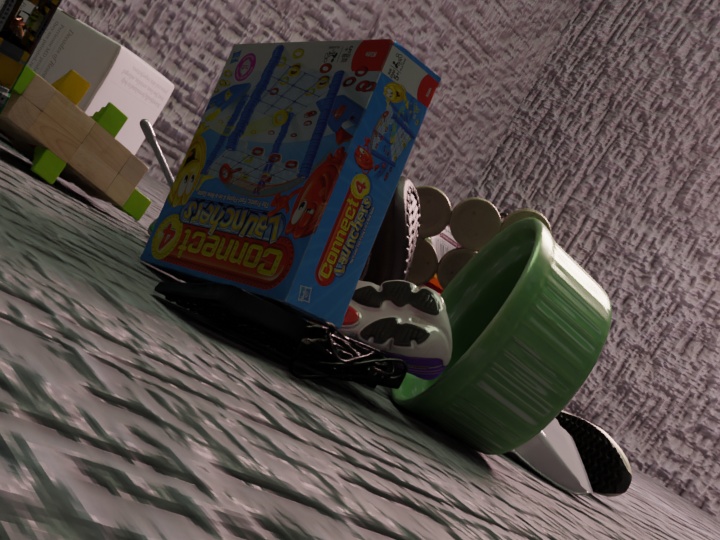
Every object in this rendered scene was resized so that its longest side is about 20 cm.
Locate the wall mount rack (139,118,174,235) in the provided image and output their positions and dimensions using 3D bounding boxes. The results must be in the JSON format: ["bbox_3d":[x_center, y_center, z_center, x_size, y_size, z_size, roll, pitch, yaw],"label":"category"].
[{"bbox_3d":[-0.141,-0.110,1.015,0.174,0.199,0.075,91,-24,-74],"label":"wall mount rack"}]

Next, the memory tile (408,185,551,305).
[{"bbox_3d":[0.095,0.027,0.959,0.152,0.202,0.017,12,10,4],"label":"memory tile"}]

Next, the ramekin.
[{"bbox_3d":[0.125,0.062,0.857,0.097,0.200,0.200,38,-1,-9],"label":"ramekin"}]

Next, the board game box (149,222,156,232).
[{"bbox_3d":[-0.099,-0.074,0.919,0.029,0.199,0.135,59,-10,-18],"label":"board game box"}]

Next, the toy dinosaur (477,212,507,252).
[{"bbox_3d":[0.143,0.027,1.022,0.086,0.136,0.200,26,19,-53],"label":"toy dinosaur"}]

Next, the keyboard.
[{"bbox_3d":[-0.046,0.059,0.686,0.104,0.040,0.200,-1,-20,40],"label":"keyboard"}]

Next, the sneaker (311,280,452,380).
[{"bbox_3d":[-0.021,0.046,0.788,0.199,0.081,0.084,18,-34,25],"label":"sneaker"}]

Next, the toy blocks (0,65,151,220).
[{"bbox_3d":[-0.315,-0.138,1.005,0.136,0.100,0.200,17,-19,47],"label":"toy blocks"}]

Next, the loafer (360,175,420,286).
[{"bbox_3d":[0.003,0.010,0.835,0.071,0.201,0.073,14,32,5],"label":"loafer"}]

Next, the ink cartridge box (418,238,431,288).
[{"bbox_3d":[0.000,0.000,1.003,0.199,0.147,0.048,23,-12,-35],"label":"ink cartridge box"}]

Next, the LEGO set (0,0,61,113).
[{"bbox_3d":[-0.318,-0.191,0.767,0.115,0.200,0.154,28,21,-25],"label":"LEGO set"}]

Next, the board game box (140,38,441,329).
[{"bbox_3d":[-0.059,-0.073,0.743,0.199,0.197,0.056,12,-13,48],"label":"board game box"}]

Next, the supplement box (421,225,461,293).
[{"bbox_3d":[0.018,-0.001,1.189,0.199,0.086,0.110,-14,-25,29],"label":"supplement box"}]

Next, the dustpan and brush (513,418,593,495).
[{"bbox_3d":[0.147,0.147,1.016,0.200,0.057,0.140,48,13,-12],"label":"dustpan and brush"}]

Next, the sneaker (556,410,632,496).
[{"bbox_3d":[0.256,0.207,1.180,0.093,0.071,0.199,22,3,-44],"label":"sneaker"}]

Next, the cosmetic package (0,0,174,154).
[{"bbox_3d":[-0.372,-0.224,1.203,0.199,0.166,0.165,31,1,12],"label":"cosmetic package"}]
